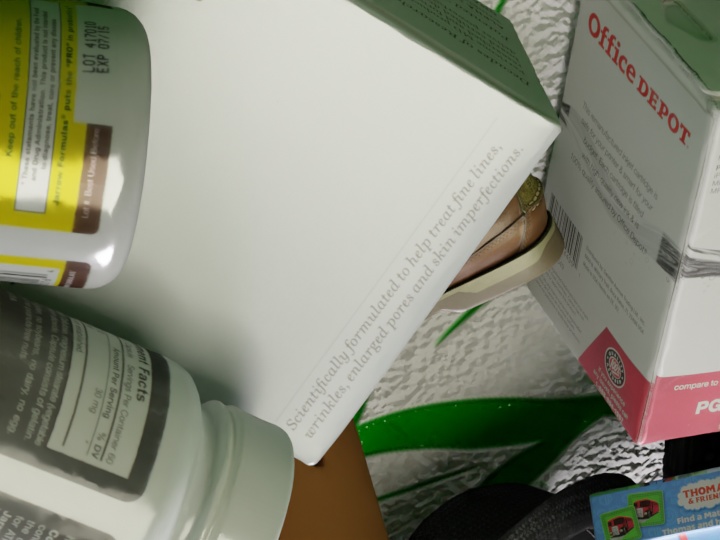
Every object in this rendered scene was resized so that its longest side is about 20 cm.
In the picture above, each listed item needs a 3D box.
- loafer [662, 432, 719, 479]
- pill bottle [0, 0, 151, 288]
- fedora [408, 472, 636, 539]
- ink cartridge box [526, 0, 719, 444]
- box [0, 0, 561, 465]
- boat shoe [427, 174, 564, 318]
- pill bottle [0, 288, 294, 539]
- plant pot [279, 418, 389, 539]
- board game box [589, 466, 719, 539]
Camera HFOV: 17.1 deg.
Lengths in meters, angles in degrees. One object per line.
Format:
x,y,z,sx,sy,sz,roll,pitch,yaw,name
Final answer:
0.198,0.114,1.367,0.068,0.070,0.201,-28,136,-12,loafer
-0.183,-0.056,0.898,0.199,0.109,0.110,6,122,-13,pill bottle
0.074,0.186,1.335,0.200,0.091,0.201,-25,129,-34,fedora
0.159,-0.039,1.185,0.085,0.146,0.201,-8,128,-20,ink cartridge box
-0.055,-0.058,1.052,0.200,0.131,0.199,29,110,-20,box
0.000,0.000,1.198,0.200,0.072,0.068,-29,117,-3,boat shoe
-0.135,0.072,0.976,0.200,0.113,0.113,25,112,-19,pill bottle
-0.067,0.142,1.170,0.199,0.141,0.200,-2,161,-1,plant pot
0.234,0.138,1.255,0.199,0.037,0.151,-12,150,13,board game box
